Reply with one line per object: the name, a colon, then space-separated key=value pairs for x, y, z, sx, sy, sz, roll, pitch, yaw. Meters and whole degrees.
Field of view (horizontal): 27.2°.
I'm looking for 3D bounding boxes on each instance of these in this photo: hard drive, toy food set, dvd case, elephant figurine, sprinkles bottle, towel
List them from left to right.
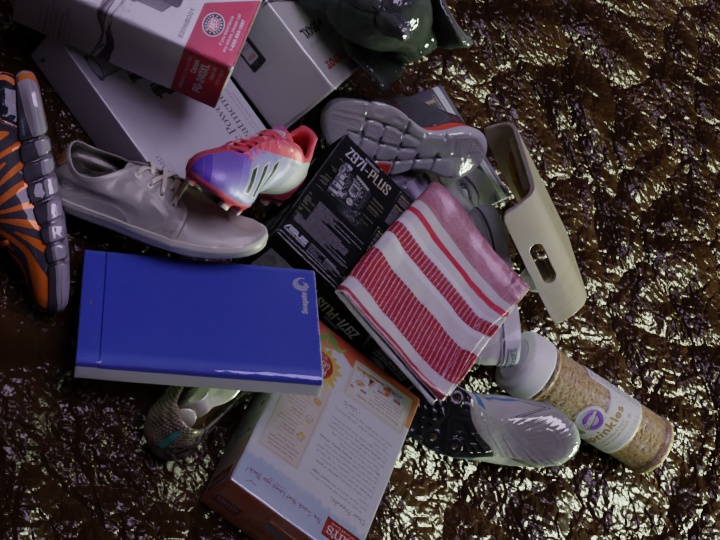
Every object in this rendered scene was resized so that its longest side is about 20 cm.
hard drive: x=-0.134 y=0.043 z=1.242 sx=0.199 sy=0.025 sz=0.132 roll=5 pitch=43 yaw=-11
elephant figurine: x=0.042 y=-0.247 z=1.460 sx=0.200 sy=0.141 sz=0.156 roll=44 pitch=59 yaw=-54
dvd case: x=0.064 y=-0.113 z=1.594 sx=0.200 sy=0.016 sz=0.149 roll=-26 pitch=82 yaw=-47
towel: x=0.072 y=0.017 z=1.390 sx=0.144 sy=0.023 sz=0.200 roll=48 pitch=43 yaw=-6
toy food set: x=0.173 y=-0.053 z=1.557 sx=0.144 sy=0.060 sz=0.200 roll=60 pitch=12 yaw=-28
sprinkles bottle: x=0.234 y=0.138 z=1.546 sx=0.200 sy=0.068 sz=0.068 roll=32 pitch=48 yaw=-22

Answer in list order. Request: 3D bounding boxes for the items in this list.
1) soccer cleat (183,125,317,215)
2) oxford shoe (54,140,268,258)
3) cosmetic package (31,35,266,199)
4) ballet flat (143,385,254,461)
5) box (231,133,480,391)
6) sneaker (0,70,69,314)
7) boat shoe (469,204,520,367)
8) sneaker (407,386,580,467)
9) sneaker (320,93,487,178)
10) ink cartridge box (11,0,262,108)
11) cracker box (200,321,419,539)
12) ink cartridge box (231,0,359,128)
soccer cleat: x=-0.093 y=-0.096 z=1.298 sx=0.067 sy=0.077 sz=0.200 roll=35 pitch=12 yaw=12
oxford shoe: x=-0.174 y=-0.060 z=1.271 sx=0.199 sy=0.058 sz=0.075 roll=19 pitch=25 yaw=-1
cosmetic package: x=-0.186 y=-0.154 z=1.379 sx=0.200 sy=0.052 sz=0.151 roll=54 pitch=46 yaw=-1
ballet flat: x=-0.112 y=0.085 z=1.276 sx=0.068 sy=0.075 sz=0.200 roll=47 pitch=43 yaw=-10
box: x=0.000 y=0.000 z=1.416 sx=0.200 sy=0.086 sz=0.164 roll=43 pitch=45 yaw=-12
sneaker: x=-0.301 y=-0.057 z=1.210 sx=0.112 sy=0.078 sz=0.201 roll=-11 pitch=95 yaw=-9
boat shoe: x=0.119 y=0.014 z=1.530 sx=0.065 sy=0.072 sz=0.201 roll=0 pitch=56 yaw=-7
sneaker: x=0.117 y=0.151 z=1.451 sx=0.199 sy=0.072 sz=0.072 roll=15 pitch=84 yaw=-20
sneaker: x=0.035 y=-0.147 z=1.545 sx=0.199 sy=0.077 sz=0.082 roll=12 pitch=31 yaw=-35
ink cartridge box: x=-0.187 y=-0.256 z=1.305 sx=0.199 sy=0.083 sz=0.146 roll=23 pitch=67 yaw=-8
cracker box: x=-0.040 y=0.156 z=1.307 sx=0.134 sy=0.058 sz=0.200 roll=39 pitch=45 yaw=-13
ink cartridge box: x=-0.092 y=-0.251 z=1.462 sx=0.200 sy=0.084 sz=0.146 roll=52 pitch=25 yaw=-7
